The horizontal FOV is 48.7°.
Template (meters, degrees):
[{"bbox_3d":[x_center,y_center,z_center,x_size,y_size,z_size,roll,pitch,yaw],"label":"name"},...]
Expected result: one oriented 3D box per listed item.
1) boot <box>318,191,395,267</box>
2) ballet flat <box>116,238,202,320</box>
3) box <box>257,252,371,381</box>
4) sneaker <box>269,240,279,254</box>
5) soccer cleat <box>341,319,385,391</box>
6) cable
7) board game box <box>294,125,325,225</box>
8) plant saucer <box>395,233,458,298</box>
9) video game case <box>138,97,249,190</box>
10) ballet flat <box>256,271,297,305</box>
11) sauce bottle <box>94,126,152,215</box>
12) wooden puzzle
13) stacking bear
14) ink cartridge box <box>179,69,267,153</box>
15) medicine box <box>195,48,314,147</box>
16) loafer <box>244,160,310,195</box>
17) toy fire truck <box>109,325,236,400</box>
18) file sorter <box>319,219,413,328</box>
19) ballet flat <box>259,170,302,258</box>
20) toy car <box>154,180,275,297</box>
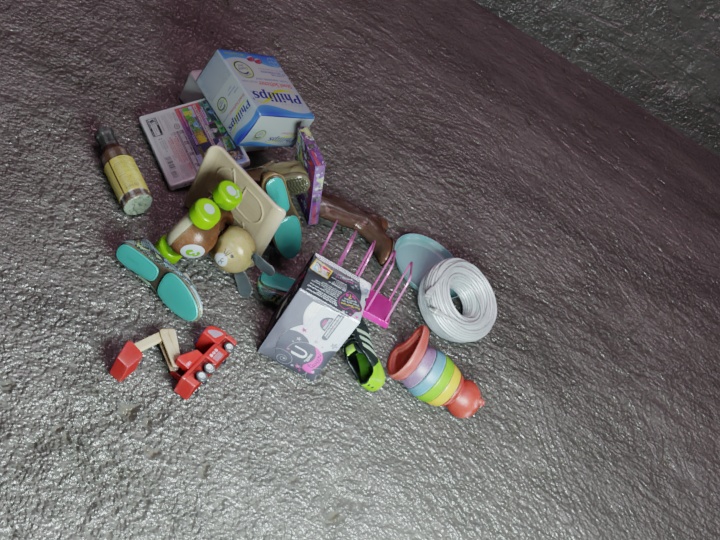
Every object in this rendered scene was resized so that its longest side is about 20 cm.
[{"bbox_3d":[-0.023,-0.101,1.839,0.199,0.064,0.187,25,26,-24],"label":"boot"},{"bbox_3d":[-0.356,0.010,1.465,0.200,0.074,0.074,44,39,2],"label":"ballet flat"},{"bbox_3d":[-0.087,0.092,1.495,0.132,0.200,0.115,30,40,-9],"label":"box"},{"bbox_3d":[-0.221,-0.109,1.692,0.199,0.077,0.085,35,43,-4],"label":"sneaker"},{"bbox_3d":[-0.011,0.148,1.594,0.201,0.067,0.081,61,13,25],"label":"soccer cleat"},{"bbox_3d":[0.225,0.071,1.836,0.200,0.069,0.201,41,50,-16],"label":"cable"},{"bbox_3d":[-0.117,-0.209,1.776,0.032,0.201,0.120,-17,59,-20],"label":"board game box"},{"bbox_3d":[0.162,-0.005,1.926,0.199,0.027,0.201,21,42,-21],"label":"plant saucer"},{"bbox_3d":[-0.361,-0.281,1.729,0.181,0.023,0.201,-21,65,-18],"label":"video game case"},{"bbox_3d":[-0.114,0.057,1.599,0.199,0.075,0.074,22,40,-1],"label":"ballet flat"},{"bbox_3d":[-0.479,-0.204,1.590,0.064,0.065,0.201,-7,58,-42],"label":"sauce bottle"},{"bbox_3d":[-0.249,-0.130,1.599,0.200,0.185,0.046,43,43,7],"label":"wooden puzzle"},{"bbox_3d":[0.164,0.228,1.638,0.200,0.121,0.114,37,36,-13],"label":"stacking bear"},{"bbox_3d":[-0.310,-0.375,1.876,0.145,0.083,0.200,-18,64,-45],"label":"ink cartridge box"},{"bbox_3d":[-0.233,-0.381,1.779,0.182,0.103,0.201,-10,61,-52],"label":"medicine box"},{"bbox_3d":[-0.205,-0.196,1.734,0.198,0.076,0.068,-3,49,6],"label":"loafer"},{"bbox_3d":[-0.319,0.147,1.380,0.141,0.049,0.200,39,38,1],"label":"toy fire truck"},{"bbox_3d":[0.000,0.000,1.670,0.199,0.126,0.139,28,18,-4],"label":"file sorter"},{"bbox_3d":[-0.168,-0.121,1.634,0.067,0.201,0.072,-24,36,-12],"label":"ballet flat"},{"bbox_3d":[-0.263,-0.039,1.536,0.200,0.164,0.158,48,38,-8],"label":"toy car"}]
